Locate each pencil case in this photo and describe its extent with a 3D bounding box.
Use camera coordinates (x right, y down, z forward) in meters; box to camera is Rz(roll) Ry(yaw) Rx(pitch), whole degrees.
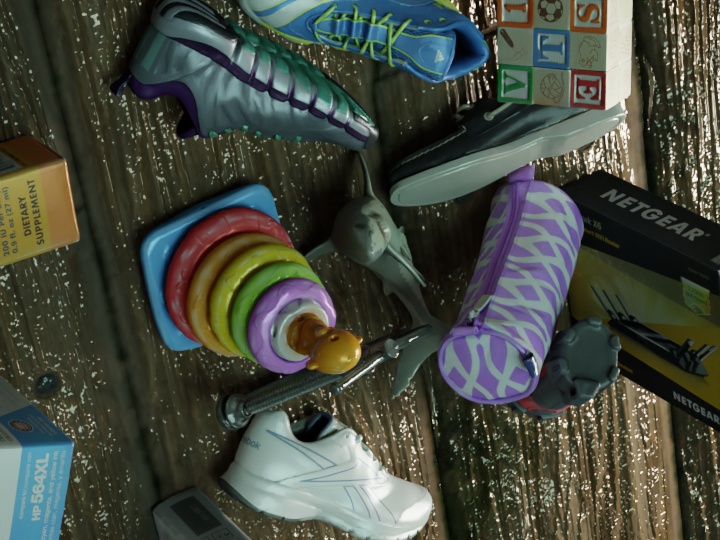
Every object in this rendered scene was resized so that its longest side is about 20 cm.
[{"bbox_3d":[0.115,0.014,1.633,0.086,0.084,0.200,56,34,-27],"label":"pencil case"}]

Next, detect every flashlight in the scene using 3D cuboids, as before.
[{"bbox_3d":[0.161,0.076,1.683,0.068,0.200,0.068,-38,85,-14],"label":"flashlight"}]

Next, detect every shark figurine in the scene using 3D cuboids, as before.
[{"bbox_3d":[0.002,-0.001,1.625,0.089,0.128,0.215,-24,145,5],"label":"shark figurine"}]

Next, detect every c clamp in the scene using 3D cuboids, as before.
[{"bbox_3d":[-0.033,0.076,1.547,0.171,0.200,0.027,-26,92,-47],"label":"c clamp"}]

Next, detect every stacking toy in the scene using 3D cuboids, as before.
[{"bbox_3d":[-0.059,0.029,1.497,0.116,0.200,0.110,-27,124,-24],"label":"stacking toy"}]

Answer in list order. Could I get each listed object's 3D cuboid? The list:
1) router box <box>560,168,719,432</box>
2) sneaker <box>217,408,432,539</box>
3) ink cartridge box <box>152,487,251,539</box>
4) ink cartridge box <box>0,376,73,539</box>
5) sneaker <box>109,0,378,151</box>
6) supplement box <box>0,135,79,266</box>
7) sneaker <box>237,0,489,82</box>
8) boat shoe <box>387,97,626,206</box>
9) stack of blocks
[{"bbox_3d":[0.246,0.024,1.711,0.052,0.200,0.158,-26,122,-25],"label":"router box"},{"bbox_3d":[-0.015,0.161,1.674,0.200,0.074,0.087,18,94,-40],"label":"sneaker"},{"bbox_3d":[-0.086,0.285,1.617,0.057,0.162,0.201,-22,122,-24],"label":"ink cartridge box"},{"bbox_3d":[-0.315,0.151,1.416,0.200,0.128,0.126,1,110,-36],"label":"ink cartridge box"},{"bbox_3d":[-0.082,-0.121,1.509,0.200,0.074,0.088,29,106,-31],"label":"sneaker"},{"bbox_3d":[-0.290,-0.026,1.395,0.200,0.069,0.067,-19,118,-25],"label":"supplement box"},{"bbox_3d":[0.012,-0.183,1.514,0.200,0.105,0.076,7,106,-38],"label":"sneaker"},{"bbox_3d":[0.107,-0.108,1.644,0.199,0.060,0.074,-22,166,-8],"label":"boat shoe"},{"bbox_3d":[0.138,-0.225,1.557,0.059,0.115,0.201,-32,125,-59],"label":"stack of blocks"}]
